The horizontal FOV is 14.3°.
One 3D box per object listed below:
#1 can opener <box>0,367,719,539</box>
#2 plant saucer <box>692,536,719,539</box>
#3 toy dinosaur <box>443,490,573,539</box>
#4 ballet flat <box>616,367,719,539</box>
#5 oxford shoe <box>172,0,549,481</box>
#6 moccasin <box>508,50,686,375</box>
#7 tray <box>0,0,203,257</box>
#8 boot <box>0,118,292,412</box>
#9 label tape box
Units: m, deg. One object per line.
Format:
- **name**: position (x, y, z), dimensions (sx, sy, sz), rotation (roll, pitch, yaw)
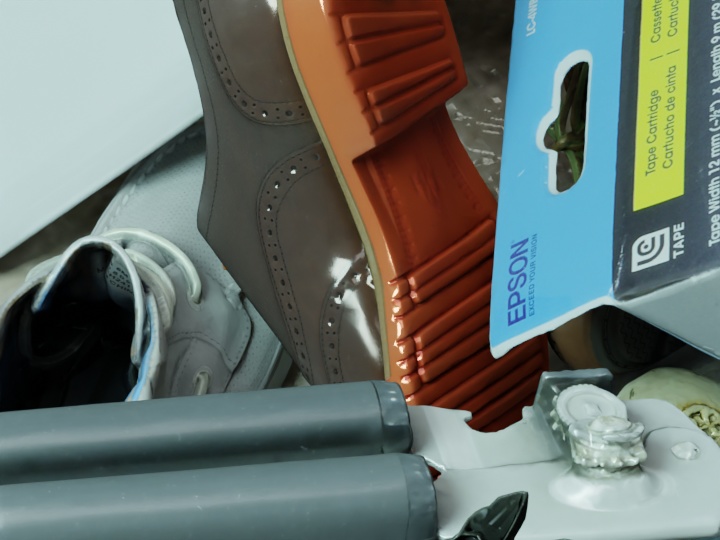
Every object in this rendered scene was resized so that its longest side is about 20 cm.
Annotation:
- **can opener**: position (-0.002, 0.061, 0.711), dimensions (0.199, 0.067, 0.053), rotation (-1, 36, -16)
- **plant saucer**: position (0.078, 0.097, 0.761), dimensions (0.199, 0.019, 0.070), rotation (-26, 55, 8)
- **toy dinosaur**: position (0.039, 0.111, 0.686), dimensions (0.199, 0.136, 0.103), rotation (-28, 82, 15)
- **ballet flat**: position (0.136, 0.096, 0.774), dimensions (0.066, 0.057, 0.200), rotation (-27, 59, -19)
- **oxford shoe**: position (0.000, 0.000, 0.801), dimensions (0.072, 0.201, 0.071), rotation (-8, 9, 36)
- **moccasin**: position (0.091, -0.054, 0.873), dimensions (0.077, 0.074, 0.202), rotation (6, 57, 22)
- **tray**: position (-0.069, -0.090, 0.851), dimensions (0.199, 0.022, 0.108), rotation (-33, 78, 26)
- **boot**: position (-0.061, 0.016, 0.809), dimensions (0.073, 0.096, 0.201), rotation (10, 55, 8)
- **label tape box**: position (0.136, -0.046, 0.769), dimensions (0.199, 0.066, 0.144), rotation (-21, 42, 29)
